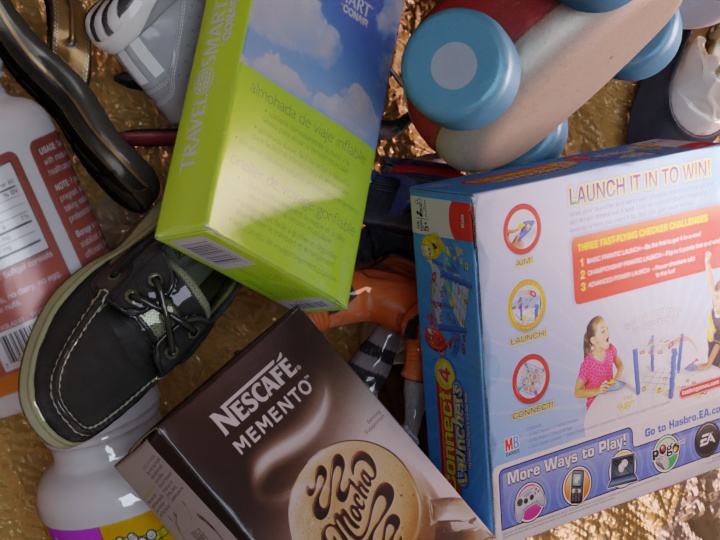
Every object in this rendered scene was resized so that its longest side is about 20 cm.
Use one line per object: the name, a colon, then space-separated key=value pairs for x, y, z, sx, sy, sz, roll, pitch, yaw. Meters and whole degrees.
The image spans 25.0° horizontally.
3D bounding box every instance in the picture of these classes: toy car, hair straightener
toy car: x=0.066 y=-0.178 z=0.922 sx=0.177 sy=0.184 sz=0.200 roll=-41 pitch=74 yaw=9
hair straightener: x=-0.054 y=-0.114 z=1.003 sx=0.198 sy=0.041 sz=0.078 roll=0 pitch=92 yaw=-11

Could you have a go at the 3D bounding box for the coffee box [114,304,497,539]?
coffee box: x=-0.019 y=0.136 z=0.862 sx=0.200 sy=0.080 sz=0.113 roll=49 pitch=58 yaw=-1

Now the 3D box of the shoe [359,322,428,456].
shoe: x=0.033 y=0.081 z=1.031 sx=0.069 sy=0.053 sz=0.202 roll=7 pitch=88 yaw=-18

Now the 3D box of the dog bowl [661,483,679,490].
dog bowl: x=0.169 y=0.056 z=1.051 sx=0.199 sy=0.074 sz=0.202 roll=-1 pitch=93 yaw=-23

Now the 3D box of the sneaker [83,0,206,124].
sneaker: x=-0.068 y=-0.156 z=0.970 sx=0.200 sy=0.075 sz=0.116 roll=-47 pitch=112 yaw=-31

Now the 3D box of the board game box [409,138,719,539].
board game box: x=0.127 y=0.035 z=0.932 sx=0.199 sy=0.056 sz=0.197 roll=-12 pitch=103 yaw=-35

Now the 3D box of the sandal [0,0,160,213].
sandal: x=-0.172 y=-0.125 z=0.939 sx=0.054 sy=0.082 sz=0.200 roll=-38 pitch=89 yaw=-12

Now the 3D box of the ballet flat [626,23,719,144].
ballet flat: x=0.239 y=-0.149 z=1.077 sx=0.073 sy=0.073 sz=0.201 roll=29 pitch=85 yaw=-16

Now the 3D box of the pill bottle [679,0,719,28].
pill bottle: x=0.226 y=-0.257 z=1.026 sx=0.104 sy=0.104 sz=0.201 roll=38 pitch=63 yaw=-15

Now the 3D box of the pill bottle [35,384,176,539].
pill bottle: x=-0.127 y=0.160 z=0.952 sx=0.104 sy=0.104 sz=0.201 roll=-21 pitch=105 yaw=-15

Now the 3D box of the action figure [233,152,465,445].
action figure: x=0.000 y=0.000 z=0.989 sx=0.194 sy=0.199 sz=0.105 roll=-58 pitch=151 yaw=-29

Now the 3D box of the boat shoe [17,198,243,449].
boat shoe: x=-0.112 y=0.015 z=0.888 sx=0.072 sy=0.066 sz=0.201 roll=57 pitch=41 yaw=-20

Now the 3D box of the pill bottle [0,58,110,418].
pill bottle: x=-0.210 y=-0.027 z=0.926 sx=0.112 sy=0.112 sz=0.201 roll=-25 pitch=99 yaw=-14

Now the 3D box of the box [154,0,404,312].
box: x=-0.040 y=-0.091 z=0.905 sx=0.122 sy=0.047 sz=0.201 roll=30 pitch=63 yaw=-44
